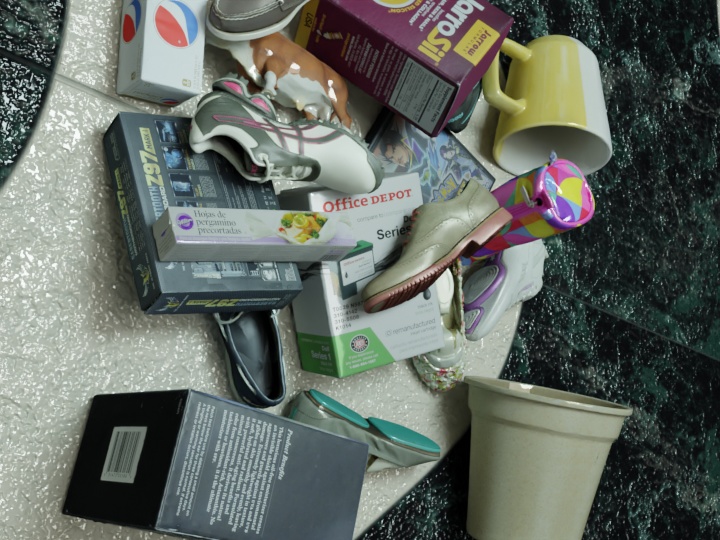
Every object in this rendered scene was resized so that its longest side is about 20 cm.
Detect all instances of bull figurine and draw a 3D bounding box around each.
[{"bbox_3d":[-0.086,-0.206,1.118,0.200,0.065,0.122,20,51,-38],"label":"bull figurine"}]

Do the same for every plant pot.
[{"bbox_3d":[0.205,0.234,1.233,0.200,0.200,0.184,12,88,-35],"label":"plant pot"}]

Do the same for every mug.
[{"bbox_3d":[0.244,-0.224,1.332,0.187,0.149,0.154,54,39,-62],"label":"mug"}]

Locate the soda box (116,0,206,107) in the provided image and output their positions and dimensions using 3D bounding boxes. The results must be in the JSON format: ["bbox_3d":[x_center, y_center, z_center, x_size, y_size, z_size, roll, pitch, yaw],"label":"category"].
[{"bbox_3d":[-0.199,-0.273,1.057,0.068,0.064,0.201,9,78,-36],"label":"soda box"}]

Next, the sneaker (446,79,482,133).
[{"bbox_3d":[0.117,-0.261,1.298,0.079,0.075,0.201,56,39,-51],"label":"sneaker"}]

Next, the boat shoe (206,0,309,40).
[{"bbox_3d":[-0.072,-0.300,1.064,0.200,0.060,0.072,-33,72,-25],"label":"boat shoe"}]

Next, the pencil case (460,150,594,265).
[{"bbox_3d":[0.173,-0.065,1.195,0.088,0.200,0.089,11,70,-31],"label":"pencil case"}]

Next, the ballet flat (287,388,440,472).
[{"bbox_3d":[0.001,0.190,1.159,0.200,0.067,0.064,27,96,-31],"label":"ballet flat"}]

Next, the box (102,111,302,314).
[{"bbox_3d":[-0.156,-0.057,1.030,0.157,0.051,0.201,-1,63,-38],"label":"box"}]

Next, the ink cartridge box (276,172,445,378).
[{"bbox_3d":[0.000,0.000,1.139,0.146,0.084,0.201,-14,99,-30],"label":"ink cartridge box"}]

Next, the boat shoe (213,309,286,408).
[{"bbox_3d":[-0.120,0.045,1.074,0.075,0.062,0.201,-10,88,-30],"label":"boat shoe"}]

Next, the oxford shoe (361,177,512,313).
[{"bbox_3d":[0.068,-0.026,1.104,0.200,0.070,0.075,-34,83,-27],"label":"oxford shoe"}]

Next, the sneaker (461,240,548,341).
[{"bbox_3d":[0.186,0.019,1.297,0.100,0.075,0.200,49,53,-24],"label":"sneaker"}]

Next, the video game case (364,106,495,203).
[{"bbox_3d":[0.065,-0.092,1.257,0.181,0.025,0.200,42,61,-25],"label":"video game case"}]

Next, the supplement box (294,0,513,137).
[{"bbox_3d":[0.046,-0.268,1.167,0.200,0.103,0.131,34,60,5],"label":"supplement box"}]

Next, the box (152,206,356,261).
[{"bbox_3d":[-0.097,-0.033,0.994,0.199,0.041,0.039,-1,64,-35],"label":"box"}]

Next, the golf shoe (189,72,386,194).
[{"bbox_3d":[-0.075,-0.113,1.039,0.199,0.077,0.088,24,53,-3],"label":"golf shoe"}]

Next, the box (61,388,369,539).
[{"bbox_3d":[-0.133,0.191,0.961,0.198,0.200,0.124,24,70,-34],"label":"box"}]

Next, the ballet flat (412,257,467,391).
[{"bbox_3d":[0.089,0.053,1.210,0.075,0.064,0.201,-10,103,-8],"label":"ballet flat"}]
